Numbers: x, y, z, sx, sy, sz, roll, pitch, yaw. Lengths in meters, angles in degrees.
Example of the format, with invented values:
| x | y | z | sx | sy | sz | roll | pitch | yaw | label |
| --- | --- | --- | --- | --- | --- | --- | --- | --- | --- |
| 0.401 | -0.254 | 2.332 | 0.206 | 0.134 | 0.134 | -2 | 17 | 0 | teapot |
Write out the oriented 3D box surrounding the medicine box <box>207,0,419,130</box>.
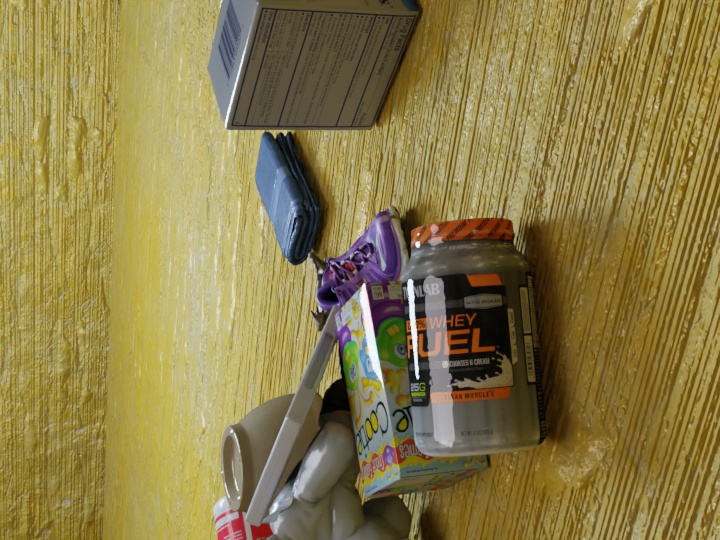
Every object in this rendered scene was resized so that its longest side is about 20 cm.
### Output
| x | y | z | sx | sy | sz | roll | pitch | yaw | label |
| --- | --- | --- | --- | --- | --- | --- | --- | --- | --- |
| -0.058 | -0.263 | 1.138 | 0.183 | 0.196 | 0.104 | 116 | 142 | -47 | medicine box |

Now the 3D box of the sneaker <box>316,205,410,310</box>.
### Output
| x | y | z | sx | sy | sz | roll | pitch | yaw | label |
| --- | --- | --- | --- | --- | --- | --- | --- | --- | --- |
| 0.000 | 0.000 | 1.172 | 0.201 | 0.082 | 0.082 | 121 | 140 | -51 | sneaker |

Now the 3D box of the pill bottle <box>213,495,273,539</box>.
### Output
| x | y | z | sx | sy | sz | roll | pitch | yaw | label |
| --- | --- | --- | --- | --- | --- | --- | --- | --- | --- |
| -0.166 | 0.461 | 1.570 | 0.113 | 0.110 | 0.203 | 122 | 140 | -52 | pill bottle |

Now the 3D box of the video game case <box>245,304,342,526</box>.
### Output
| x | y | z | sx | sy | sz | roll | pitch | yaw | label |
| --- | --- | --- | --- | --- | --- | --- | --- | --- | --- |
| -0.073 | 0.167 | 1.135 | 0.183 | 0.023 | 0.202 | -68 | 1 | -48 | video game case |

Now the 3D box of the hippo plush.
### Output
| x | y | z | sx | sy | sz | roll | pitch | yaw | label |
| --- | --- | --- | --- | --- | --- | --- | --- | --- | --- |
| -0.007 | 0.264 | 1.085 | 0.161 | 0.159 | 0.200 | -57 | -2 | 25 | hippo plush |

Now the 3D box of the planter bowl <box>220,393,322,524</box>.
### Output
| x | y | z | sx | sy | sz | roll | pitch | yaw | label |
| --- | --- | --- | --- | --- | --- | --- | --- | --- | --- |
| -0.128 | 0.282 | 1.437 | 0.200 | 0.132 | 0.205 | 177 | 90 | -67 | planter bowl |

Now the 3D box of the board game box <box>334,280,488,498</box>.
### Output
| x | y | z | sx | sy | sz | roll | pitch | yaw | label |
| --- | --- | --- | --- | --- | --- | --- | --- | --- | --- |
| 0.049 | 0.124 | 1.040 | 0.105 | 0.101 | 0.204 | 132 | 131 | -59 | board game box |

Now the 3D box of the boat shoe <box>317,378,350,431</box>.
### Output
| x | y | z | sx | sy | sz | roll | pitch | yaw | label |
| --- | --- | --- | --- | --- | --- | --- | --- | --- | --- |
| -0.022 | 0.201 | 1.253 | 0.201 | 0.065 | 0.058 | 93 | -169 | -60 | boat shoe |

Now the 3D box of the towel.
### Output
| x | y | z | sx | sy | sz | roll | pitch | yaw | label |
| --- | --- | --- | --- | --- | --- | --- | --- | --- | --- |
| -0.107 | -0.110 | 1.461 | 0.202 | 0.048 | 0.113 | -116 | 33 | -42 | towel |

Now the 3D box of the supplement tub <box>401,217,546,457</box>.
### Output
| x | y | z | sx | sy | sz | roll | pitch | yaw | label |
| --- | --- | --- | --- | --- | --- | --- | --- | --- | --- |
| 0.100 | 0.060 | 0.890 | 0.122 | 0.120 | 0.205 | 161 | 105 | -66 | supplement tub |

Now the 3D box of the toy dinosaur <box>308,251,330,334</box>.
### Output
| x | y | z | sx | sy | sz | roll | pitch | yaw | label |
| --- | --- | --- | --- | --- | --- | --- | --- | --- | --- |
| -0.043 | 0.065 | 1.338 | 0.101 | 0.057 | 0.204 | 112 | 158 | -72 | toy dinosaur |

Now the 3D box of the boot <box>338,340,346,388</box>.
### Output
| x | y | z | sx | sy | sz | roll | pitch | yaw | label |
| --- | --- | --- | --- | --- | --- | --- | --- | --- | --- |
| 0.013 | 0.152 | 1.166 | 0.073 | 0.074 | 0.205 | 161 | 104 | -64 | boot |

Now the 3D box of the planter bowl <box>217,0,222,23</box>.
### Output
| x | y | z | sx | sy | sz | roll | pitch | yaw | label |
| --- | --- | --- | --- | --- | --- | --- | --- | --- | --- |
| -0.158 | -0.349 | 1.516 | 0.200 | 0.082 | 0.205 | 178 | 90 | -68 | planter bowl |
